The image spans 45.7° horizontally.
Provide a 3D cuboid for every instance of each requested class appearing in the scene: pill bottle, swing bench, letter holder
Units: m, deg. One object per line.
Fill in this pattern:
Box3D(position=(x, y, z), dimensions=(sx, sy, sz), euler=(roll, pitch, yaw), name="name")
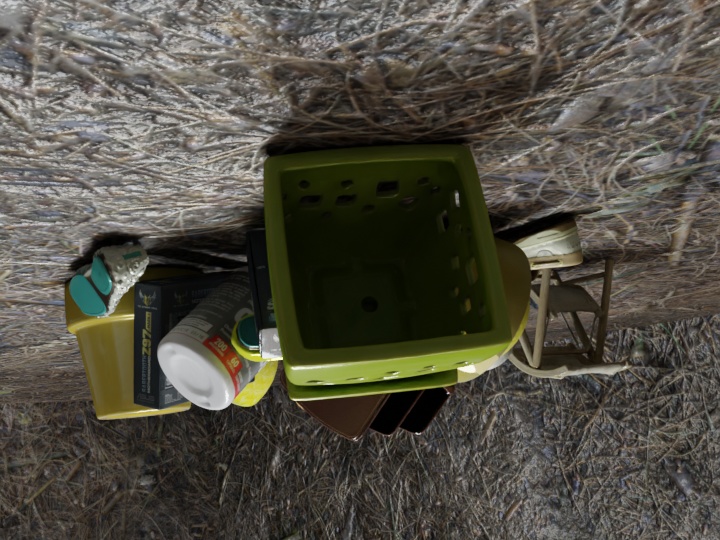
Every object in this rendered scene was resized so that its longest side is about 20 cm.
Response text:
Box3D(position=(-0.151, 0.069, 1.079), dimensions=(0.113, 0.114, 0.200), euler=(-18, -157, 46), name="pill bottle")
Box3D(position=(0.341, 0.084, 1.449), dimensions=(0.198, 0.202, 0.129), euler=(4, 165, -43), name="swing bench")
Box3D(position=(0.001, 0.154, 1.148), dimensions=(0.101, 0.143, 0.200), euler=(42, 171, -38), name="letter holder")

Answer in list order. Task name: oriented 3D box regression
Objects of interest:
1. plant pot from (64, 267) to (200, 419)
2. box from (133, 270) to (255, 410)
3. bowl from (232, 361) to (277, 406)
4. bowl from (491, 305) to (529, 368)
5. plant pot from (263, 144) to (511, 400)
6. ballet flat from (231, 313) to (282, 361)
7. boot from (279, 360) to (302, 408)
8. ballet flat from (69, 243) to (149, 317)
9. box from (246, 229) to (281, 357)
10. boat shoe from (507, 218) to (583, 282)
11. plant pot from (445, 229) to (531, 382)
Box3D(position=(-0.310, 0.108, 1.208), dimensions=(0.199, 0.191, 0.201), euler=(-7, 169, -1), name="plant pot")
Box3D(position=(-0.216, 0.086, 1.142), dimensions=(0.051, 0.159, 0.199), euler=(7, -172, 29), name="box")
Box3D(position=(-0.194, 0.106, 1.368), dimensions=(0.107, 0.201, 0.200), euler=(-39, 160, 14), name="bowl")
Box3D(position=(0.174, 0.086, 1.293), dimensions=(0.199, 0.108, 0.201), euler=(-23, -153, 13), name="bowl")
Box3D(position=(0.011, 0.015, 0.806), dimensions=(0.198, 0.201, 0.182), euler=(-5, 157, -9), name="plant pot")
Box3D(position=(-0.052, 0.074, 0.999), dimensions=(0.198, 0.067, 0.067), euler=(-5, 151, -12), name="ballet flat")
Box3D(position=(-0.117, 0.141, 1.471), dimensions=(0.072, 0.202, 0.166), euler=(-8, 173, -21), name="boot")
Box3D(position=(-0.304, 0.011, 1.051), dimensions=(0.071, 0.072, 0.200), euler=(0, 168, -30), name="ballet flat")
Box3D(position=(-0.024, 0.015, 0.964), dimensions=(0.198, 0.158, 0.051), euler=(-4, 133, -10), name="box")
Box3D(position=(0.225, -0.013, 1.192), dimensions=(0.074, 0.067, 0.200), euler=(-22, 180, -35), name="boat shoe")
Box3D(position=(0.102, 0.025, 1.111), dimensions=(0.141, 0.202, 0.200), euler=(27, 155, -23), name="plant pot")
